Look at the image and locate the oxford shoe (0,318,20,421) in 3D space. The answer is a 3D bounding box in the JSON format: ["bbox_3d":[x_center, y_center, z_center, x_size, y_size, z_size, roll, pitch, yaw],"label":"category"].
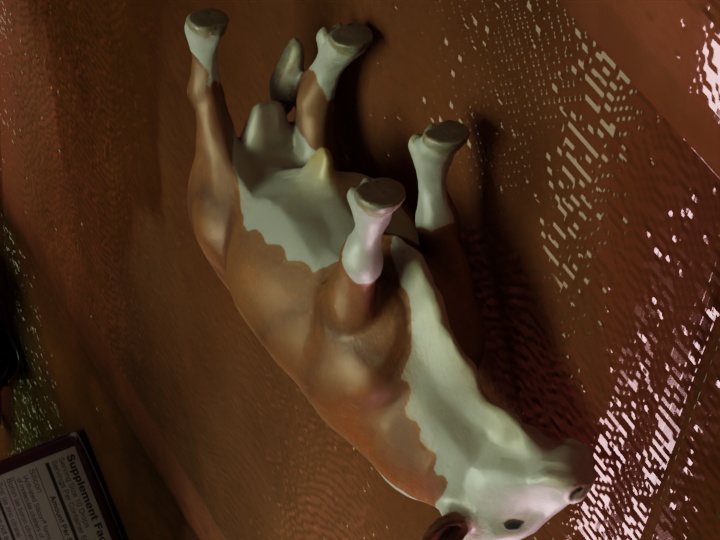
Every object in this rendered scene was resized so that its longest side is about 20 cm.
[{"bbox_3d":[-0.249,0.066,1.201,0.072,0.071,0.200,35,153,23],"label":"oxford shoe"}]

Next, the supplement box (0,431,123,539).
[{"bbox_3d":[-0.249,0.182,1.126,0.104,0.199,0.131,68,156,4],"label":"supplement box"}]

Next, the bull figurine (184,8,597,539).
[{"bbox_3d":[0.000,0.000,0.611,0.200,0.065,0.122,42,141,42],"label":"bull figurine"}]
